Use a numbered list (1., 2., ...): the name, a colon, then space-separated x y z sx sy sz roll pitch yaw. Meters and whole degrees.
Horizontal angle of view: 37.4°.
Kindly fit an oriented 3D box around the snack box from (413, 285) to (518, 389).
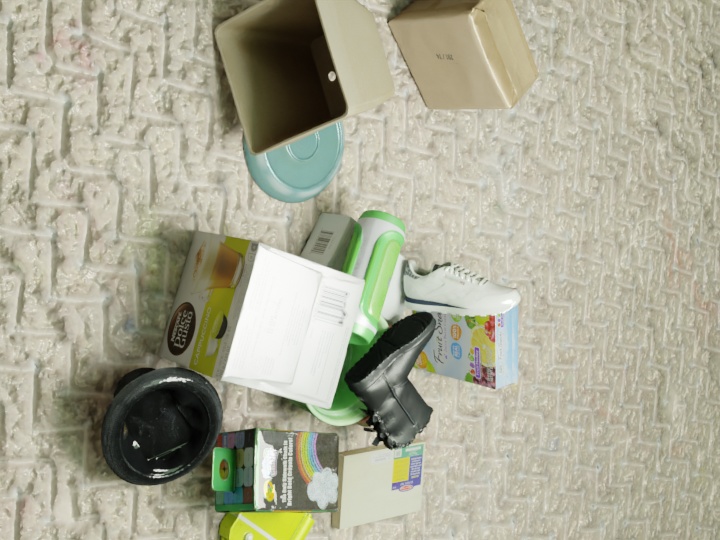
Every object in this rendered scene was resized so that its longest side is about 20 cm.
1. snack box: 0.182 0.104 1.868 0.068 0.200 0.169 -11 103 -39

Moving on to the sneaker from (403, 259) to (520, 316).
1. sneaker: 0.163 0.028 1.743 0.076 0.199 0.081 -22 114 -67

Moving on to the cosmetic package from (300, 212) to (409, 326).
1. cosmetic package: 0.000 0.000 1.774 0.200 0.081 0.113 38 73 -39

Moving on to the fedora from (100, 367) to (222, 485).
1. fedora: -0.295 0.208 1.530 0.200 0.092 0.201 -17 126 -25

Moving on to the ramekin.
1. ramekin: -0.048 0.146 1.743 0.199 0.098 0.201 -8 103 -40

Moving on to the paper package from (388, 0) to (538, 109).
1. paper package: 0.174 -0.370 1.783 0.103 0.200 0.191 -44 122 -27

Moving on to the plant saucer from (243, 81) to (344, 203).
1. plant saucer: -0.097 -0.206 1.690 0.200 0.027 0.201 -7 101 -40

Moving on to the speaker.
1. speaker: 0.008 0.010 1.659 0.088 0.088 0.201 33 67 -39

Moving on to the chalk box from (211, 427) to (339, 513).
1. chalk box: -0.147 0.308 1.629 0.199 0.124 0.125 11 73 -35

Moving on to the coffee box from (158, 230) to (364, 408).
1. coffee box: -0.148 0.070 1.575 0.200 0.197 0.200 19 85 -38

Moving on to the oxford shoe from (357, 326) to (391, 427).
1. oxford shoe: 0.033 0.178 1.854 0.200 0.071 0.074 -62 154 -15

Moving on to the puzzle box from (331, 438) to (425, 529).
1. puzzle box: 0.035 0.380 1.903 0.199 0.025 0.134 -1 98 -41

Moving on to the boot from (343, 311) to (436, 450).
1. boot: 0.073 0.185 1.742 0.198 0.073 0.163 -42 120 -20

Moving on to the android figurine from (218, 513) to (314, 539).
1. android figurine: -0.153 0.400 1.734 0.182 0.041 0.200 48 65 -35

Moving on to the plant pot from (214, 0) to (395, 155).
1. plant pot: -0.065 -0.301 1.580 0.177 0.199 0.201 -17 90 -52
